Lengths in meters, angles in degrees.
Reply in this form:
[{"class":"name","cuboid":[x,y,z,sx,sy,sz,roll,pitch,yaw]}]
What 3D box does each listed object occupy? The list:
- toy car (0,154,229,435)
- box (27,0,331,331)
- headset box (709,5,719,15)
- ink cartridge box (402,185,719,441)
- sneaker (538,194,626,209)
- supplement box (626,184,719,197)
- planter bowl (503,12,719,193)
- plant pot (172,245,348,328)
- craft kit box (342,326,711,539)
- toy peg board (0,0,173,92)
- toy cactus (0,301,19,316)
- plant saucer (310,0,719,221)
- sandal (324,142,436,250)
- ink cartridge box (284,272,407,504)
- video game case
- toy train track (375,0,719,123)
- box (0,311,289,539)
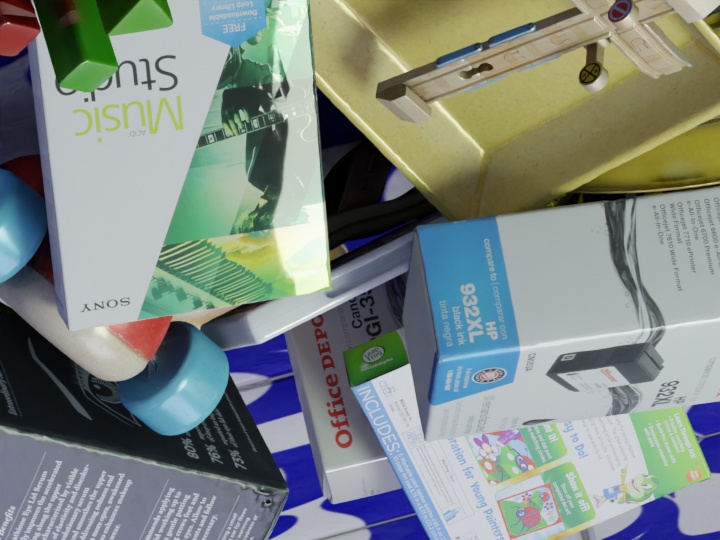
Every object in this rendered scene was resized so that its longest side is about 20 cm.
[{"class":"toy car","cuboid":[-0.125,-0.048,1.449,0.200,0.177,0.184,-49,123,-3]},{"class":"box","cuboid":[-0.094,-0.075,1.326,0.144,0.200,0.036,-9,-159,-13]},{"class":"headset box","cuboid":[0.212,-0.224,1.245,0.174,0.093,0.200,-20,159,17]},{"class":"ink cartridge box","cuboid":[0.130,0.025,1.445,0.200,0.084,0.145,-8,158,-5]},{"class":"sneaker","cuboid":[0.129,-0.039,1.655,0.085,0.075,0.200,4,167,9]},{"class":"supplement box","cuboid":[0.265,-0.076,1.674,0.200,0.086,0.110,-11,159,-7]},{"class":"planter bowl","cuboid":[0.163,-0.107,1.480,0.200,0.083,0.200,-6,-166,2]},{"class":"plant pot","cuboid":[-0.107,0.002,1.723,0.200,0.027,0.200,-13,160,-5]},{"class":"craft kit box","cuboid":[0.115,0.098,1.736,0.197,0.049,0.200,-21,127,7]},{"class":"toy peg board","cuboid":[-0.140,-0.171,1.122,0.199,0.098,0.200,8,143,-46]},{"class":"toy cactus","cuboid":[-0.181,0.013,1.609,0.200,0.102,0.165,34,114,-25]},{"class":"plant saucer","cuboid":[0.076,-0.132,1.362,0.200,0.048,0.200,-27,121,33]},{"class":"sandal","cuboid":[-0.003,-0.048,1.599,0.201,0.057,0.080,-21,-179,-25]},{"class":"ink cartridge box","cuboid":[0.054,0.068,1.826,0.200,0.147,0.083,-13,159,-3]},{"class":"video game case","cuboid":[0.000,0.000,1.545,0.182,0.023,0.200,-26,-178,-11]},{"class":"toy train track","cuboid":[0.093,-0.108,1.311,0.200,0.033,0.115,-18,140,34]},{"class":"box","cuboid":[-0.165,0.114,1.540,0.200,0.148,0.104,15,113,-26]}]
